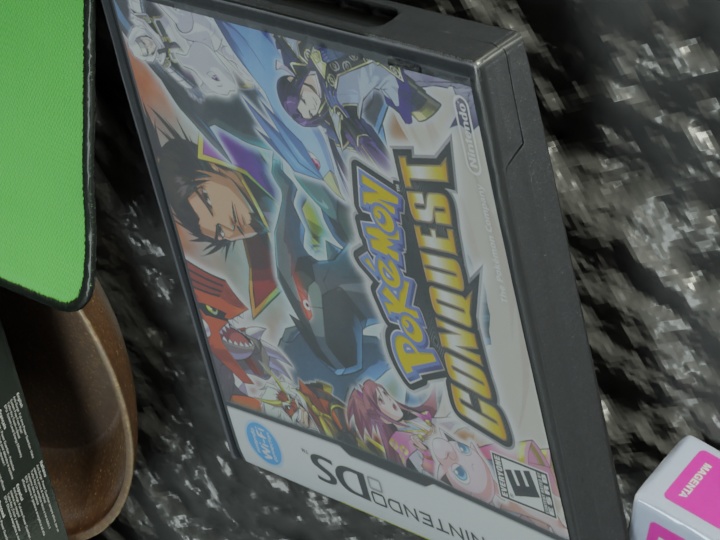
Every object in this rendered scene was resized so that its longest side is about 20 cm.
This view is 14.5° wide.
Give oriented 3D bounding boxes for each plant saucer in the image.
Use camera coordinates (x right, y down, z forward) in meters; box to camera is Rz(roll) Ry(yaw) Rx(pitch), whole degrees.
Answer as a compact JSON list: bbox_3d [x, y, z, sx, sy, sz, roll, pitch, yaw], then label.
[{"bbox_3d":[-0.157,0.017,1.100,0.200,0.037,0.201,25,138,25],"label":"plant saucer"}]

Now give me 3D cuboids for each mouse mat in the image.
[{"bbox_3d":[-0.153,-0.094,0.983,0.160,0.008,0.201,22,124,29],"label":"mouse mat"}]

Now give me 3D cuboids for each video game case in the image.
[{"bbox_3d":[0.000,0.000,0.914,0.180,0.025,0.201,19,134,44],"label":"video game case"}]

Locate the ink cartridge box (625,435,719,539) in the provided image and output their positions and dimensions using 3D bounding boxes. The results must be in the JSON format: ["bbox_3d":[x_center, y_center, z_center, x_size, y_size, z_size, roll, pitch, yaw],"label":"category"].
[{"bbox_3d":[0.171,0.147,0.905,0.199,0.042,0.120,28,140,20],"label":"ink cartridge box"}]

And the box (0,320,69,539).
[{"bbox_3d":[-0.204,0.076,1.134,0.192,0.048,0.201,13,131,33],"label":"box"}]
